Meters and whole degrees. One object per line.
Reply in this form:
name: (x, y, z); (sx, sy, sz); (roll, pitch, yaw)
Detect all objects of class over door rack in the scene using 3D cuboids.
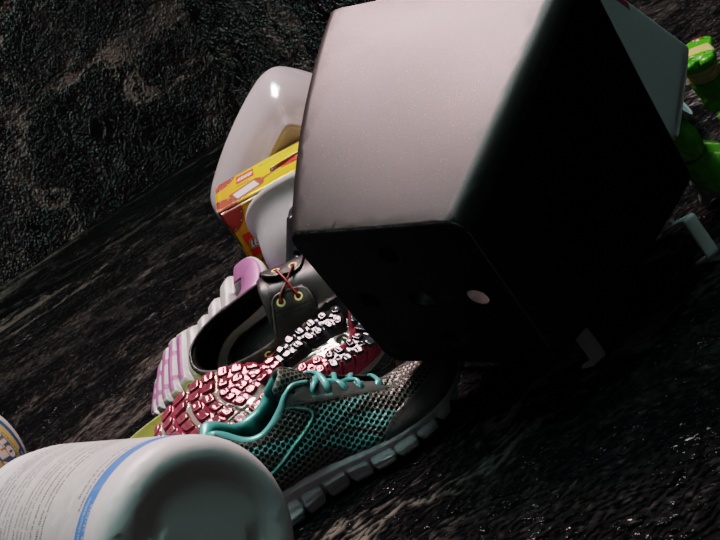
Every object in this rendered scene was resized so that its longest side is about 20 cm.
over door rack: (0.137, 0.005, 0.931); (0.147, 0.067, 0.200); (-37, 15, -28)

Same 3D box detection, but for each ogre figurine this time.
ogre figurine: (0.306, -0.136, 0.998); (0.200, 0.120, 0.098); (-37, 20, -27)

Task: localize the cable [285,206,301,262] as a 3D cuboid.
cable: (0.000, 0.000, 1.042); (0.051, 0.202, 0.163); (13, -19, -40)

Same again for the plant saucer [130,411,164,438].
plant saucer: (-0.126, 0.138, 1.065); (0.199, 0.031, 0.200); (-27, 14, 7)

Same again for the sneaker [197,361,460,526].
sneaker: (-0.023, 0.098, 0.862); (0.199, 0.092, 0.078); (-32, 14, -15)

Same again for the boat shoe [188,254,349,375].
boat shoe: (-0.052, 0.029, 0.999); (0.201, 0.063, 0.074); (-38, 46, 24)

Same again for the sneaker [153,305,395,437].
sneaker: (-0.060, 0.106, 0.938); (0.199, 0.075, 0.081); (-27, 39, -11)

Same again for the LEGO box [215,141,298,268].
LEGO box: (-0.029, -0.061, 1.326); (0.199, 0.149, 0.077); (-27, 26, 6)

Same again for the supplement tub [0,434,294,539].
supplement tub: (-0.143, 0.167, 0.765); (0.132, 0.133, 0.199); (-38, 17, -36)

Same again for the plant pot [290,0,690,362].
plant pot: (0.069, -0.051, 0.826); (0.198, 0.200, 0.178); (-3, 49, 39)

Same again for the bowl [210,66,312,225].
bowl: (-0.050, -0.102, 1.392); (0.075, 0.198, 0.201); (-106, 38, -59)

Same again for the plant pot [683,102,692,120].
plant pot: (0.198, -0.161, 1.223); (0.134, 0.200, 0.200); (-52, 6, 18)

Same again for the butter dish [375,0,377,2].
butter dish: (0.085, -0.195, 1.121); (0.200, 0.147, 0.201); (91, -166, -64)

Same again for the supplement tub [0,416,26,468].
supplement tub: (-0.353, 0.199, 1.056); (0.144, 0.145, 0.200); (-29, 13, -3)

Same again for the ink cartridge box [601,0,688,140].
ink cartridge box: (0.117, -0.133, 0.947); (0.199, 0.145, 0.084); (-19, 51, 52)

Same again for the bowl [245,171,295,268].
bowl: (-0.005, -0.020, 1.189); (0.199, 0.091, 0.201); (-7, -23, -3)

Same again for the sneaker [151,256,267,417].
sneaker: (-0.121, 0.080, 1.191); (0.200, 0.088, 0.081); (-46, 33, 28)
